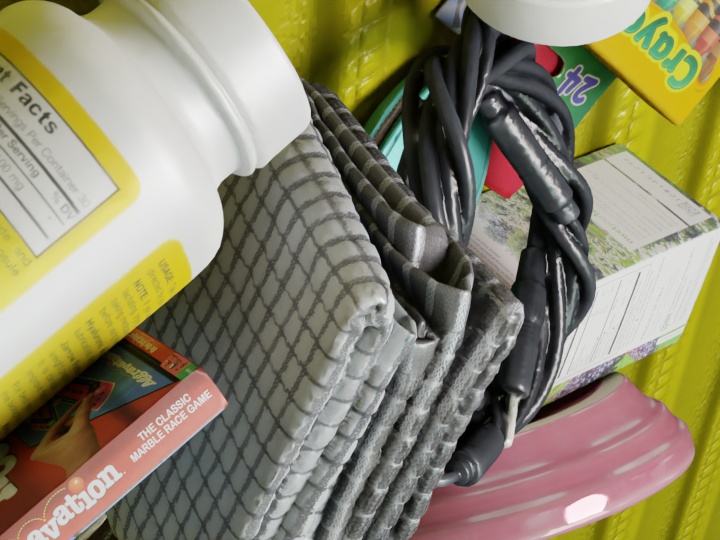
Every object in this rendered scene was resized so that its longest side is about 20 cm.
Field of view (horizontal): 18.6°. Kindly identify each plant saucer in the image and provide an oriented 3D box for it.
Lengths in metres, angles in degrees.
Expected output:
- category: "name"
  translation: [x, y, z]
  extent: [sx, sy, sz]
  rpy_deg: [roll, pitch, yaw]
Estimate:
- category: "plant saucer"
  translation: [0.069, 0.096, 1.121]
  extent: [0.199, 0.051, 0.201]
  rpy_deg: [-16, -175, 1]

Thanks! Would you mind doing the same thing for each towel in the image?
- category: "towel"
  translation: [-0.032, 0.038, 0.857]
  extent: [0.085, 0.166, 0.201]
  rpy_deg: [8, 122, -33]

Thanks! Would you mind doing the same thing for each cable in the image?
- category: "cable"
  translation: [0.059, -0.015, 0.928]
  extent: [0.163, 0.050, 0.202]
  rpy_deg: [-17, 111, -55]

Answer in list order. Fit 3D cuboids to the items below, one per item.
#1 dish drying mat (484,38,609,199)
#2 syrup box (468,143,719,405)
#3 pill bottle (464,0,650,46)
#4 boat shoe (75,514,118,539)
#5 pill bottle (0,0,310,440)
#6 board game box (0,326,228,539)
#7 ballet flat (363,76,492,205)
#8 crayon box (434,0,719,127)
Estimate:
- category: "dish drying mat"
  translation: [0.113, -0.122, 1.018]
  extent: [0.201, 0.018, 0.077]
  rpy_deg: [-52, 143, 9]
- category: "syrup box"
  translation: [0.084, 0.011, 1.090]
  extent: [0.199, 0.079, 0.082]
  rpy_deg: [-22, 141, -41]
- category: "pill bottle"
  translation: [0.079, -0.180, 0.797]
  extent: [0.112, 0.112, 0.201]
  rpy_deg: [-33, 150, -25]
- category: "boat shoe"
  translation: [-0.095, 0.133, 0.992]
  extent: [0.202, 0.075, 0.075]
  rpy_deg: [-40, 142, -15]
- category: "pill bottle"
  translation: [-0.116, -0.018, 0.729]
  extent: [0.200, 0.111, 0.112]
  rpy_deg: [-40, 152, -13]
- category: "board game box"
  translation: [-0.120, 0.054, 0.766]
  extent: [0.103, 0.200, 0.019]
  rpy_deg: [-42, 111, -11]
- category: "ballet flat"
  translation: [0.000, 0.000, 0.958]
  extent: [0.067, 0.070, 0.202]
  rpy_deg: [25, 75, -34]
- category: "crayon box"
  translation: [0.140, -0.151, 0.959]
  extent: [0.200, 0.052, 0.125]
  rpy_deg: [-50, 139, 7]
